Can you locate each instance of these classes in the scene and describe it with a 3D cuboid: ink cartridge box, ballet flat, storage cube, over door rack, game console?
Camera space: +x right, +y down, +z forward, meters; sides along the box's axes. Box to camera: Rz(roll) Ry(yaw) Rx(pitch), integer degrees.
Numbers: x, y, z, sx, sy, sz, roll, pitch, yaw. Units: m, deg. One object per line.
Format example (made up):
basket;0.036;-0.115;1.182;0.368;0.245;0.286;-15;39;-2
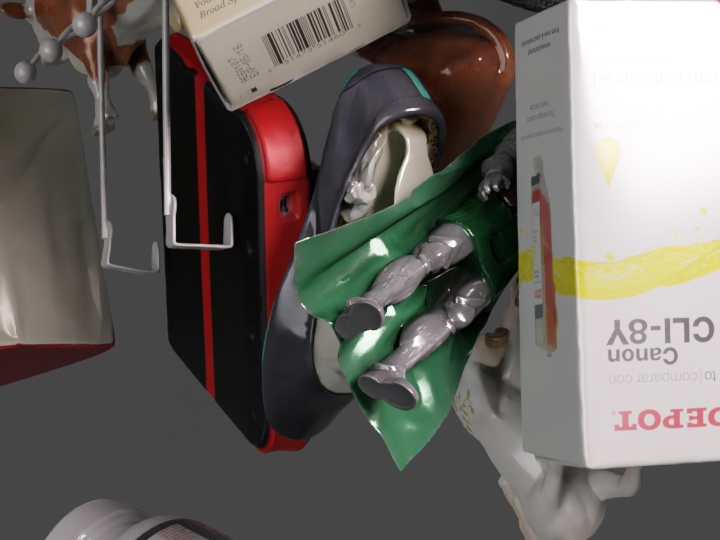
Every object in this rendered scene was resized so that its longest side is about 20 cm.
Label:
ink cartridge box;0.149;-0.016;0.818;0.083;0.143;0.203;179;89;-77
ballet flat;0.000;0.000;0.899;0.073;0.073;0.202;25;107;36
storage cube;-0.284;-0.011;1.161;0.179;0.170;0.202;-18;79;36
over door rack;-0.138;-0.097;1.002;0.147;0.066;0.202;-11;91;67
game console;-0.072;-0.015;1.016;0.177;0.031;0.202;-138;43;-57

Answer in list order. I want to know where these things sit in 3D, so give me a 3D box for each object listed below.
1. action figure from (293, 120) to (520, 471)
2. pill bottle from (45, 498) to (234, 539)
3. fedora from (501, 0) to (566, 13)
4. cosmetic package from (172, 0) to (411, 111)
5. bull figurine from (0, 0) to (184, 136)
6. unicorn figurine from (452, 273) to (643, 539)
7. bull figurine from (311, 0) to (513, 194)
action figure;0.058;-0.013;0.865;0.054;0.200;0.119;-1;121;41
pill bottle;-0.092;0.208;1.041;0.199;0.115;0.117;20;103;37
fedora;0.074;-0.174;0.851;0.200;0.200;0.093;27;108;35
cosmetic package;-0.063;-0.191;0.886;0.103;0.073;0.201;-27;65;0
bull figurine;-0.137;-0.159;1.109;0.199;0.065;0.122;-34;73;36
unicorn figurine;0.088;0.098;0.922;0.138;0.073;0.202;108;152;-50
bull figurine;0.012;-0.054;0.975;0.121;0.065;0.201;36;113;24
